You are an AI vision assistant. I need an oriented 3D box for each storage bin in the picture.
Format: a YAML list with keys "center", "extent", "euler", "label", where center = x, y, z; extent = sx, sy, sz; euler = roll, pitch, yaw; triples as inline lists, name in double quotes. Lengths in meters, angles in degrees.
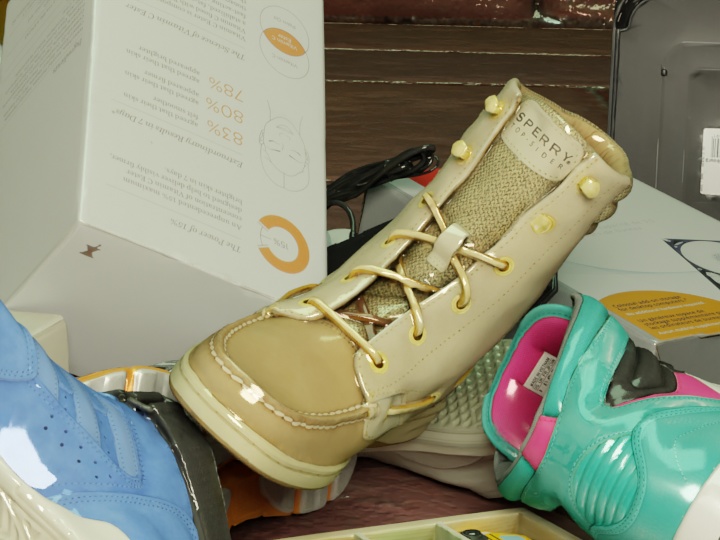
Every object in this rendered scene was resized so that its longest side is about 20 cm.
- center: [0.203, -0.061, 1.198]
  extent: [0.134, 0.201, 0.094]
  euler: [3, 12, 7]
  label: "storage bin"

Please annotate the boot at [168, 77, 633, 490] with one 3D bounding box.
- center: [0.022, 0.001, 0.806]
  extent: [0.073, 0.156, 0.200]
  euler: [46, 19, 16]
  label: "boot"

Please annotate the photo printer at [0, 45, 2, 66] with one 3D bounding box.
- center: [-0.281, -0.038, 1.098]
  extent: [0.166, 0.200, 0.070]
  euler: [-9, 53, -38]
  label: "photo printer"

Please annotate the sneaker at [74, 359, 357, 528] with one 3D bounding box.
- center: [-0.084, 0.072, 0.860]
  extent: [0.077, 0.079, 0.200]
  euler: [10, 4, 35]
  label: "sneaker"

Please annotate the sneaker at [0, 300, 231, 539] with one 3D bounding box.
- center: [-0.118, 0.053, 0.737]
  extent: [0.200, 0.077, 0.111]
  euler: [50, 17, 8]
  label: "sneaker"

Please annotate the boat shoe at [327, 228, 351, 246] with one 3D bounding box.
- center: [-0.043, 0.006, 1.172]
  extent: [0.068, 0.073, 0.200]
  euler: [-4, 14, -13]
  label: "boat shoe"

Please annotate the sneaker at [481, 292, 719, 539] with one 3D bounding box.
- center: [0.111, 0.060, 0.839]
  extent: [0.120, 0.084, 0.200]
  euler: [29, 13, 17]
  label: "sneaker"

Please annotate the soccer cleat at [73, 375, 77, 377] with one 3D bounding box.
- center: [-0.193, 0.044, 1.007]
  extent: [0.199, 0.077, 0.067]
  euler: [-14, -15, -4]
  label: "soccer cleat"

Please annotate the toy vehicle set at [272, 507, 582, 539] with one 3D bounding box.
- center: [0.052, 0.126, 0.718]
  extent: [0.124, 0.027, 0.200]
  euler: [-5, 13, -27]
  label: "toy vehicle set"

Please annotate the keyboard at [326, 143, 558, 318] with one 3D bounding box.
- center: [0.000, 0.000, 0.989]
  extent: [0.199, 0.128, 0.021]
  euler: [-22, -41, 25]
  label: "keyboard"

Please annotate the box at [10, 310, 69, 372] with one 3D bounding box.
- center: [-0.180, 0.073, 0.817]
  extent: [0.068, 0.083, 0.200]
  euler: [3, 11, 16]
  label: "box"

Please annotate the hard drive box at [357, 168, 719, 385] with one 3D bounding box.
- center: [0.114, 0.019, 1.023]
  extent: [0.155, 0.077, 0.200]
  euler: [-8, 27, -39]
  label: "hard drive box"

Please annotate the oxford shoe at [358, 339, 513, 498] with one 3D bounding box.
- center: [0.031, 0.063, 0.963]
  extent: [0.058, 0.075, 0.200]
  euler: [45, -22, -28]
  label: "oxford shoe"

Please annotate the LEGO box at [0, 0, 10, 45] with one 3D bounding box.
- center: [-0.159, -0.072, 1.212]
  extent: [0.077, 0.201, 0.149]
  euler: [-2, 13, -15]
  label: "LEGO box"

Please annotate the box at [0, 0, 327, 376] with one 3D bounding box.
- center: [-0.091, -0.053, 0.975]
  extent: [0.124, 0.201, 0.097]
  euler: [23, -44, -28]
  label: "box"
